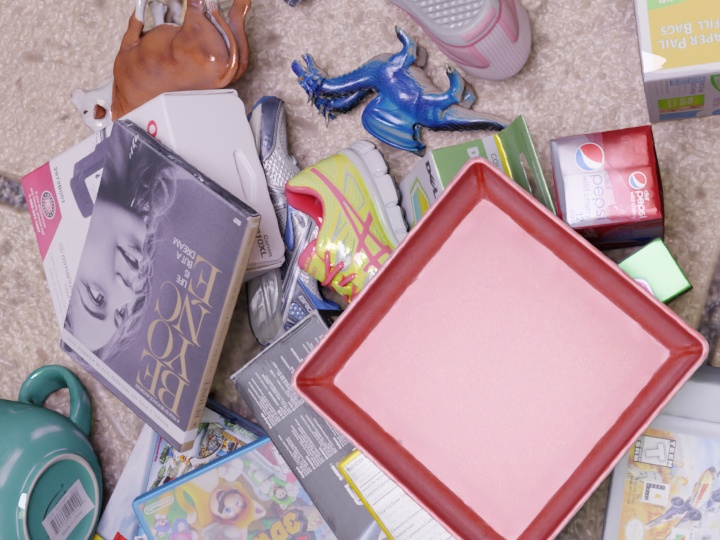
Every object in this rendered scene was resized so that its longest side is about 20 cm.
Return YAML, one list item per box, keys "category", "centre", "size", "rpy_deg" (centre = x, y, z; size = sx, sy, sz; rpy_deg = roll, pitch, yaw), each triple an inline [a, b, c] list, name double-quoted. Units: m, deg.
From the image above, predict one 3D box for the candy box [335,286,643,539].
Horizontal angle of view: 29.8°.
- category: "candy box"
  centre: [0.091, 0.112, 0.914]
  size: [0.200, 0.026, 0.103]
  rpy_deg: [-38, 78, 6]

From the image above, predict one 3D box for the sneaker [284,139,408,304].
- category: "sneaker"
  centre: [0.000, 0.000, 1.028]
  size: [0.090, 0.078, 0.201]
  rpy_deg: [-16, 64, -17]

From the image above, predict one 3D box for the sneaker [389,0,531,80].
- category: "sneaker"
  centre: [0.067, -0.221, 1.078]
  size: [0.075, 0.104, 0.201]
  rpy_deg: [-44, 49, 12]

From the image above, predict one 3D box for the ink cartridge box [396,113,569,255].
- category: "ink cartridge box"
  centre: [0.079, -0.034, 0.995]
  size: [0.059, 0.200, 0.105]
  rpy_deg: [-15, 83, -14]

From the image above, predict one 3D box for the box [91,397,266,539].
- category: "box"
  centre: [-0.143, 0.213, 1.127]
  size: [0.136, 0.038, 0.201]
  rpy_deg: [27, 95, 13]

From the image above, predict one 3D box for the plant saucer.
- category: "plant saucer"
  centre: [0.089, 0.063, 0.887]
  size: [0.199, 0.037, 0.200]
  rpy_deg: [40, 92, 14]

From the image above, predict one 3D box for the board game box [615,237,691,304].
- category: "board game box"
  centre: [0.150, 0.050, 0.999]
  size: [0.199, 0.153, 0.040]
  rpy_deg: [-34, 81, 12]

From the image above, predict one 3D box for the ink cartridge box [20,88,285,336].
- category: "ink cartridge box"
  centre: [-0.169, -0.041, 1.079]
  size: [0.199, 0.084, 0.146]
  rpy_deg: [-22, 82, 41]

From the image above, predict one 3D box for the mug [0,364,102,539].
- category: "mug"
  centre: [-0.280, 0.168, 1.096]
  size: [0.114, 0.152, 0.187]
  rpy_deg: [5, 86, 31]

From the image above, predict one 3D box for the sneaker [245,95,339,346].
- category: "sneaker"
  centre: [-0.051, -0.042, 1.104]
  size: [0.084, 0.077, 0.202]
  rpy_deg: [-4, 94, 4]

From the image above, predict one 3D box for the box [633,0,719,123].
- category: "box"
  centre: [0.251, -0.173, 0.955]
  size: [0.111, 0.200, 0.102]
  rpy_deg: [-6, 87, 14]

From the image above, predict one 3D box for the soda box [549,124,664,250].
- category: "soda box"
  centre: [0.181, -0.054, 0.969]
  size: [0.069, 0.200, 0.064]
  rpy_deg: [-7, 85, 13]

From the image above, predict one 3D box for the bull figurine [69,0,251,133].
- category: "bull figurine"
  centre: [-0.161, -0.177, 1.109]
  size: [0.199, 0.065, 0.123]
  rpy_deg: [-8, 76, 41]

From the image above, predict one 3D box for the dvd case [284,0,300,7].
- category: "dvd case"
  centre: [-0.065, -0.334, 1.120]
  size: [0.149, 0.016, 0.200]
  rpy_deg: [-45, 67, 9]

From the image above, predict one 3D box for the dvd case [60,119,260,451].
- category: "dvd case"
  centre: [-0.153, 0.012, 0.996]
  size: [0.148, 0.016, 0.201]
  rpy_deg: [35, 121, 29]

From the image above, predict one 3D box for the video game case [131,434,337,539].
- category: "video game case"
  centre: [-0.076, 0.243, 1.084]
  size: [0.142, 0.018, 0.201]
  rpy_deg: [-25, 96, 1]

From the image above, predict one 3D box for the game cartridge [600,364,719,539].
- category: "game cartridge"
  centre: [0.254, 0.172, 1.029]
  size: [0.132, 0.041, 0.202]
  rpy_deg: [8, 90, 19]

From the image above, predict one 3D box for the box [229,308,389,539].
- category: "box"
  centre: [0.012, 0.134, 1.026]
  size: [0.086, 0.164, 0.201]
  rpy_deg: [-37, 80, 10]

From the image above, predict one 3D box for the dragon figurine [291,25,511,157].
- category: "dragon figurine"
  centre: [0.039, -0.125, 1.081]
  size: [0.200, 0.059, 0.100]
  rpy_deg: [39, 97, 13]
